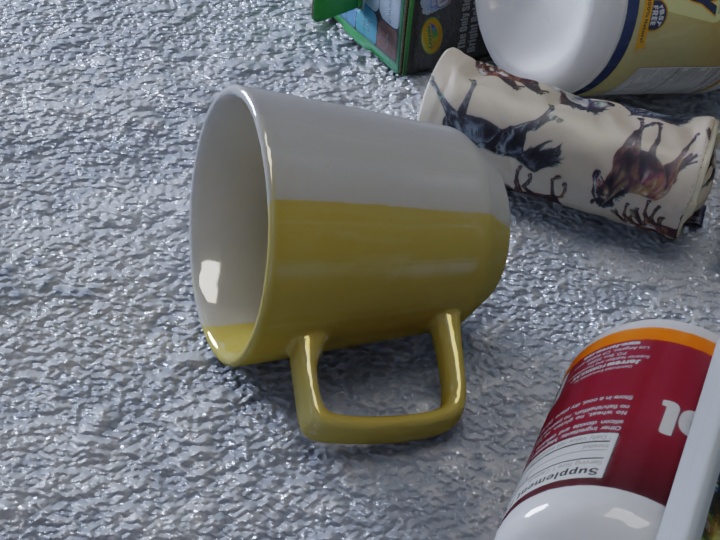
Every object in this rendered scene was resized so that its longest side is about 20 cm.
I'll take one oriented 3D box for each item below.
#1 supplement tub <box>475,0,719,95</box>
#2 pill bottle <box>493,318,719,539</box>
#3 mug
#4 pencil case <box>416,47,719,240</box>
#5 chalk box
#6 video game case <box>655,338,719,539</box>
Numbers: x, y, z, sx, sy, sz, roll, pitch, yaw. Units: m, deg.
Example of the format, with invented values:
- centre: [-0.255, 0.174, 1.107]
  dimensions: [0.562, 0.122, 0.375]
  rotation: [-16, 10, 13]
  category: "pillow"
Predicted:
- centre: [0.193, -0.192, 1.211]
  dimensions: [0.199, 0.145, 0.144]
  rotation: [-5, 36, -34]
  category: "supplement tub"
- centre: [0.124, 0.121, 0.815]
  dimensions: [0.112, 0.113, 0.200]
  rotation: [15, 38, 13]
  category: "pill bottle"
- centre: [-0.003, -0.006, 0.981]
  dimensions: [0.152, 0.188, 0.149]
  rotation: [0, 3, -22]
  category: "mug"
- centre: [0.127, -0.082, 1.123]
  dimensions: [0.199, 0.078, 0.089]
  rotation: [17, 25, 15]
  category: "pencil case"
- centre: [0.046, -0.228, 1.272]
  dimensions: [0.199, 0.125, 0.124]
  rotation: [-15, 41, -28]
  category: "chalk box"
- centre: [0.194, 0.148, 0.766]
  dimensions: [0.182, 0.023, 0.200]
  rotation: [51, 37, -14]
  category: "video game case"
